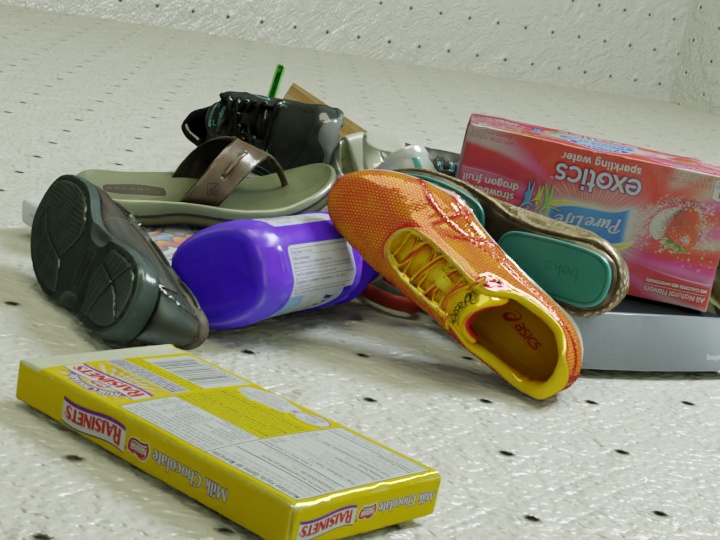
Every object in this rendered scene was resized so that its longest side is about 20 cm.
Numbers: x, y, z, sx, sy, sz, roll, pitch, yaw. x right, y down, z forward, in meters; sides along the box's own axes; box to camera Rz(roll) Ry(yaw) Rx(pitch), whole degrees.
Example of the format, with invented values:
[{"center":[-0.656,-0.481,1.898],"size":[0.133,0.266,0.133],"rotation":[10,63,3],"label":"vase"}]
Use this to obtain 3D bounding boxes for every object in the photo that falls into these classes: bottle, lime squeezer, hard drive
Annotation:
[{"center":[-0.043,-0.004,1.004],"size":[0.083,0.066,0.200],"rotation":[-14,-2,28],"label":"bottle"},{"center":[-0.110,-0.129,1.546],"size":[0.037,0.071,0.201],"rotation":[26,43,-2],"label":"lime squeezer"},{"center":[0.166,0.035,1.084],"size":[0.198,0.043,0.135],"rotation":[4,14,-30],"label":"hard drive"}]

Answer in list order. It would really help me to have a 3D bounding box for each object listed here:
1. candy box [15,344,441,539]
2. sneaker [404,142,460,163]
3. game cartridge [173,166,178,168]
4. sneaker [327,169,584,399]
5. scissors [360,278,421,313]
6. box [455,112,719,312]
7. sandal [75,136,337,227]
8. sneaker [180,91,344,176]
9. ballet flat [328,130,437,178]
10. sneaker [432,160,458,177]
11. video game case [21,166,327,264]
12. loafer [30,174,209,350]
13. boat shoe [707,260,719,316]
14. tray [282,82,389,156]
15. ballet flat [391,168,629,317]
[{"center":[-0.068,0.079,0.721],"size":[0.199,0.027,0.102],"rotation":[21,18,40],"label":"candy box"},{"center":[0.035,-0.090,1.424],"size":[0.198,0.077,0.091],"rotation":[8,-12,30],"label":"sneaker"},{"center":[-0.051,-0.052,1.304],"size":[0.175,0.033,0.200],"rotation":[3,15,-28],"label":"game cartridge"},{"center":[0.061,0.002,0.947],"size":[0.199,0.073,0.077],"rotation":[37,13,9],"label":"sneaker"},{"center":[0.000,0.000,1.166],"size":[0.073,0.014,0.200],"rotation":[2,15,-34],"label":"scissors"},{"center":[0.166,-0.045,1.109],"size":[0.198,0.104,0.095],"rotation":[13,12,3],"label":"box"},{"center":[-0.109,-0.067,1.088],"size":[0.199,0.058,0.080],"rotation":[-1,22,-20],"label":"sandal"},{"center":[-0.083,-0.107,1.223],"size":[0.079,0.076,0.199],"rotation":[27,-14,-26],"label":"sneaker"},{"center":[0.011,-0.078,1.168],"size":[0.069,0.070,0.200],"rotation":[6,4,-23],"label":"ballet flat"},{"center":[0.133,-0.025,1.219],"size":[0.199,0.078,0.086],"rotation":[30,-6,9],"label":"sneaker"},{"center":[-0.119,-0.036,1.118],"size":[0.181,0.024,0.199],"rotation":[23,27,36],"label":"video game case"},{"center":[-0.155,0.001,0.941],"size":[0.063,0.072,0.200],"rotation":[26,9,-34],"label":"loafer"},{"center":[0.313,0.015,1.238],"size":[0.200,0.073,0.065],"rotation":[36,-9,35],"label":"boat shoe"},{"center":[0.015,-0.091,1.330],"size":[0.199,0.037,0.099],"rotation":[33,-2,0],"label":"tray"},{"center":[0.095,-0.017,1.028],"size":[0.199,0.071,0.065],"rotation":[26,10,26],"label":"ballet flat"}]
